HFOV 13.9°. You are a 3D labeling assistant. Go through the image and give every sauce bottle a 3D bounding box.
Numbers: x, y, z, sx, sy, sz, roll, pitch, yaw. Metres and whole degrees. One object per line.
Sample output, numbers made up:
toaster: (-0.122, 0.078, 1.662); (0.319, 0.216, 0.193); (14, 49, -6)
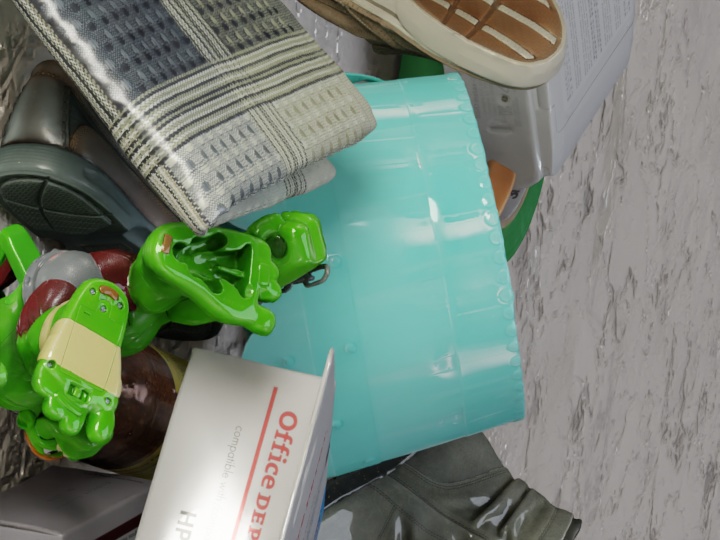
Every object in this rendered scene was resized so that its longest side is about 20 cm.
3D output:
sauce bottle: (-0.113, 0.061, 1.382); (0.200, 0.066, 0.067); (35, 64, -66)

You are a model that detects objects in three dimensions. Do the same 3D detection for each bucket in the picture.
bucket: (0.000, 0.000, 1.463); (0.207, 0.134, 0.209); (169, -90, -88)

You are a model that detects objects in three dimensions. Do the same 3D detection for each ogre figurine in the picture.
ogre figurine: (-0.116, 0.024, 1.222); (0.098, 0.120, 0.200); (54, 55, -15)

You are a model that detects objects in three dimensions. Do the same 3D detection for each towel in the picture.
towel: (-0.087, -0.108, 1.248); (0.193, 0.034, 0.200); (52, 24, 3)

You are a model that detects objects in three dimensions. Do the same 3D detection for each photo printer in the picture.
photo printer: (0.110, -0.167, 1.772); (0.200, 0.069, 0.167); (-55, 142, -52)

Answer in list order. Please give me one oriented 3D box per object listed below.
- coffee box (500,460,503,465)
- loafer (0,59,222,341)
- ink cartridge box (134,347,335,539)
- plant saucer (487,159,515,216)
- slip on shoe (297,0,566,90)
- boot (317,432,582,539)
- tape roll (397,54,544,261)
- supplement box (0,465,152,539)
coffee box: (0.016, 0.181, 1.757); (0.200, 0.079, 0.115); (-23, 118, -68)
loafer: (-0.107, -0.029, 1.362); (0.200, 0.071, 0.063); (53, 42, -60)
ink cartridge box: (-0.057, 0.113, 1.298); (0.200, 0.067, 0.117); (96, 8, -65)
plant saucer: (0.023, 0.022, 1.674); (0.201, 0.032, 0.200); (-59, -177, 6)
slip on shoe: (0.025, -0.138, 1.518); (0.076, 0.199, 0.061); (-36, 144, -36)
boot: (0.021, 0.167, 1.602); (0.200, 0.131, 0.068); (-42, 173, -18)
tape roll: (0.075, -0.103, 1.867); (0.200, 0.048, 0.202); (7, 90, -70)
supplement box: (-0.143, 0.201, 1.352); (0.109, 0.060, 0.202); (-22, 117, -68)
